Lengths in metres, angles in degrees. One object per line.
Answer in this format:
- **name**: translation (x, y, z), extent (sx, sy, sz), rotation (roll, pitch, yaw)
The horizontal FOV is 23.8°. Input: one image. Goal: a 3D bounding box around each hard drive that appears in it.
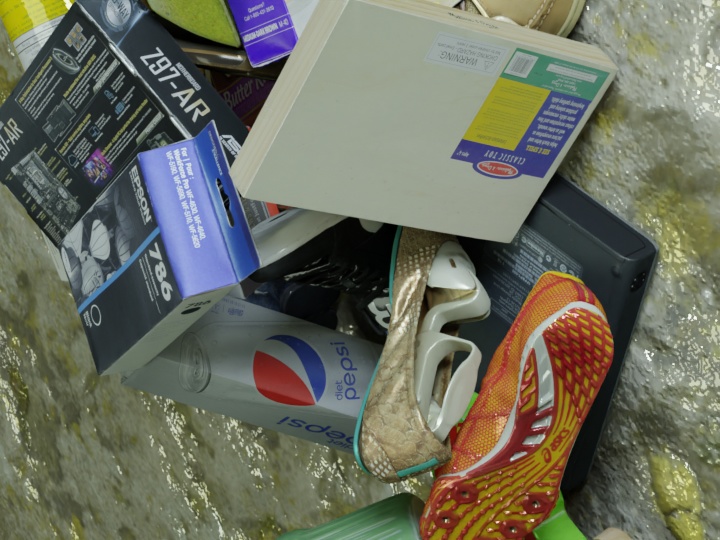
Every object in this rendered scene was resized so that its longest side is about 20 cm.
- **hard drive**: translation (0.110, 0.030, 1.107), extent (0.140, 0.033, 0.200), rotation (39, 137, 31)

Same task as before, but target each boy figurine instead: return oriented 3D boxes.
- **boy figurine**: translation (-0.104, -0.005, 1.335), extent (0.200, 0.064, 0.125), rotation (34, 134, 37)

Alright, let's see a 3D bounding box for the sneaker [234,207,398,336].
- **sneaker**: translation (0.000, 0.000, 1.106), extent (0.073, 0.200, 0.112), rotation (-20, 97, 30)

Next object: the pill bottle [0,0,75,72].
- **pill bottle**: translation (-0.220, -0.182, 1.345), extent (0.104, 0.104, 0.200), rotation (-17, 97, 54)

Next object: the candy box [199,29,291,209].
- **candy box**: translation (-0.064, -0.144, 1.210), extent (0.117, 0.056, 0.200), rotation (7, 114, 51)

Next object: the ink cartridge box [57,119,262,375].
- **ink cartridge box**: translation (-0.132, -0.010, 1.080), extent (0.200, 0.039, 0.100), rotation (-38, 67, 53)

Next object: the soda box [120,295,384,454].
- **soda box**: translation (-0.065, 0.071, 1.221), extent (0.068, 0.200, 0.064), rotation (-38, 38, 53)

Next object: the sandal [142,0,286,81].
- **sandal**: translation (-0.122, -0.177, 1.171), extent (0.200, 0.082, 0.055), rotation (36, 114, 45)

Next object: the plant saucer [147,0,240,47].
- **plant saucer**: translation (-0.143, -0.263, 1.077), extent (0.200, 0.048, 0.200), rotation (69, -177, -49)

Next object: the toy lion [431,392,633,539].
- **toy lion**: translation (0.107, 0.183, 1.150), extent (0.192, 0.069, 0.200), rotation (48, 156, 33)

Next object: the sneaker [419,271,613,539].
- **sneaker**: translation (0.097, 0.094, 1.044), extent (0.200, 0.073, 0.077), rotation (-61, 14, 21)

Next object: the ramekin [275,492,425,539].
- **ramekin**: translation (0.031, 0.245, 1.129), extent (0.200, 0.098, 0.200), rotation (61, -174, -11)

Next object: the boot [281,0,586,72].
- **boot**: translation (0.038, -0.132, 0.999), extent (0.073, 0.155, 0.200), rotation (58, 144, 12)

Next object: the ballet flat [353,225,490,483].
- **ballet flat**: translation (0.048, 0.040, 1.058), extent (0.065, 0.200, 0.071), rotation (-6, 148, 28)

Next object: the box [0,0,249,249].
- **box**: translation (-0.167, -0.079, 1.160), extent (0.160, 0.044, 0.200), rotation (50, 139, 1)

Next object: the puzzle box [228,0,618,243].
- **puzzle box**: translation (0.038, -0.085, 0.967), extent (0.133, 0.200, 0.025), rotation (-59, 42, 26)

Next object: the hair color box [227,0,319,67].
- **hair color box**: translation (-0.047, -0.243, 1.083), extent (0.065, 0.109, 0.200), rotation (-13, 100, 54)

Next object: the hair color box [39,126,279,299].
- **hair color box**: translation (-0.154, -0.046, 1.255), extent (0.200, 0.064, 0.111), rotation (6, 124, 41)
